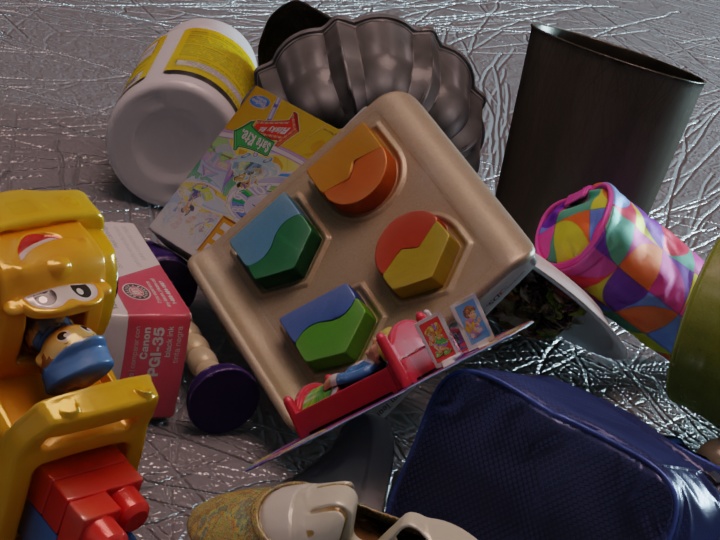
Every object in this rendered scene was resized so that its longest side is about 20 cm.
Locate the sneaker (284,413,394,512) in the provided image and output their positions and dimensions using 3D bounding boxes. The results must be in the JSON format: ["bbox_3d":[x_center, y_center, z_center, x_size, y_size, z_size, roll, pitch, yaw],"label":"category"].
[{"bbox_3d":[-0.028,0.140,1.268,0.084,0.073,0.200,16,25,-1],"label":"sneaker"}]

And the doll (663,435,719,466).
[{"bbox_3d":[0.188,0.137,1.418,0.199,0.049,0.136,4,17,-34],"label":"doll"}]

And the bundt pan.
[{"bbox_3d":[0.006,-0.094,1.619,0.200,0.203,0.076,8,34,-13],"label":"bundt pan"}]

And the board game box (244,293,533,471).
[{"bbox_3d":[0.009,0.061,1.276,0.199,0.039,0.158,-27,-2,-10],"label":"board game box"}]

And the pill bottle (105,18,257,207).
[{"bbox_3d":[-0.145,-0.140,1.766,0.113,0.115,0.200,13,25,-1],"label":"pill bottle"}]

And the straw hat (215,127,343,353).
[{"bbox_3d":[-0.006,0.002,1.540,0.201,0.201,0.085,32,-9,36],"label":"straw hat"}]

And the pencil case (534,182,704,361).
[{"bbox_3d":[0.223,0.010,1.583,0.200,0.089,0.088,35,11,-32],"label":"pencil case"}]

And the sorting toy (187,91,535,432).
[{"bbox_3d":[-0.006,-0.012,1.397,0.185,0.200,0.036,54,3,38],"label":"sorting toy"}]

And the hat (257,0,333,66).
[{"bbox_3d":[-0.044,-0.116,1.709,0.200,0.202,0.081,30,51,32],"label":"hat"}]

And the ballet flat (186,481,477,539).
[{"bbox_3d":[0.005,0.151,1.130,0.199,0.071,0.071,21,24,4],"label":"ballet flat"}]

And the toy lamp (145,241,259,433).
[{"bbox_3d":[-0.125,0.041,1.458,0.058,0.059,0.200,2,29,-25],"label":"toy lamp"}]

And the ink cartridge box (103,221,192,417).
[{"bbox_3d":[-0.231,0.031,1.385,0.199,0.083,0.147,1,27,-26],"label":"ink cartridge box"}]

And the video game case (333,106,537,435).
[{"bbox_3d":[0.000,0.000,1.469,0.200,0.182,0.024,44,-3,39],"label":"video game case"}]

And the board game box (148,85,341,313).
[{"bbox_3d":[-0.041,-0.036,1.474,0.199,0.135,0.034,30,-11,37],"label":"board game box"}]

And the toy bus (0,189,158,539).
[{"bbox_3d":[-0.179,0.082,1.177,0.135,0.201,0.192,-11,41,-41],"label":"toy bus"}]

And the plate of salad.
[{"bbox_3d":[0.113,0.017,1.565,0.199,0.048,0.200,35,-8,5],"label":"plate of salad"}]

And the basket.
[{"bbox_3d":[0.177,-0.081,1.678,0.135,0.201,0.180,12,13,-25],"label":"basket"}]

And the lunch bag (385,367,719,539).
[{"bbox_3d":[0.132,0.149,1.235,0.199,0.137,0.132,30,11,28],"label":"lunch bag"}]

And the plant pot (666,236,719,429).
[{"bbox_3d":[0.326,0.063,1.472,0.192,0.202,0.200,20,25,18],"label":"plant pot"}]
